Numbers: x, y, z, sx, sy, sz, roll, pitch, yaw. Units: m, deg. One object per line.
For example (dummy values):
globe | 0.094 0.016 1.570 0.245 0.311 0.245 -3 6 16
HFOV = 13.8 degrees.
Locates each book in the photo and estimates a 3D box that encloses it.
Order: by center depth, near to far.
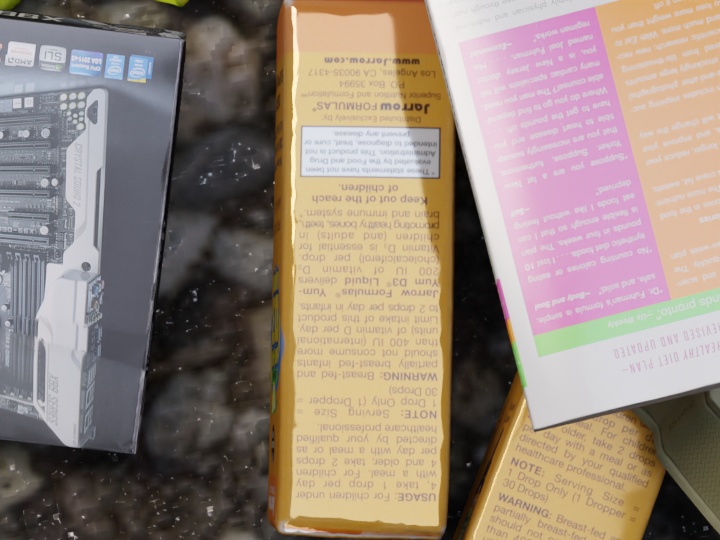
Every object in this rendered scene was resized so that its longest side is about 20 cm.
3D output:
book | 0.098 -0.057 1.021 0.133 0.048 0.200 -13 84 2

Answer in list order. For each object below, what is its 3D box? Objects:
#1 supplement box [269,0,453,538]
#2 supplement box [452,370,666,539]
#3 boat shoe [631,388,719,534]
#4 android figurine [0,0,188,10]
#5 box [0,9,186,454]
supplement box | 0.000 0.000 1.114 0.069 0.067 0.200 -1 86 -4
supplement box | 0.059 0.131 1.118 0.069 0.067 0.200 19 86 -3
boat shoe | 0.118 0.010 1.081 0.068 0.075 0.200 -31 85 -32
android figurine | -0.104 -0.191 1.139 0.200 0.041 0.182 -43 90 -3
box | -0.172 -0.022 1.105 0.200 0.050 0.158 7 98 -4
